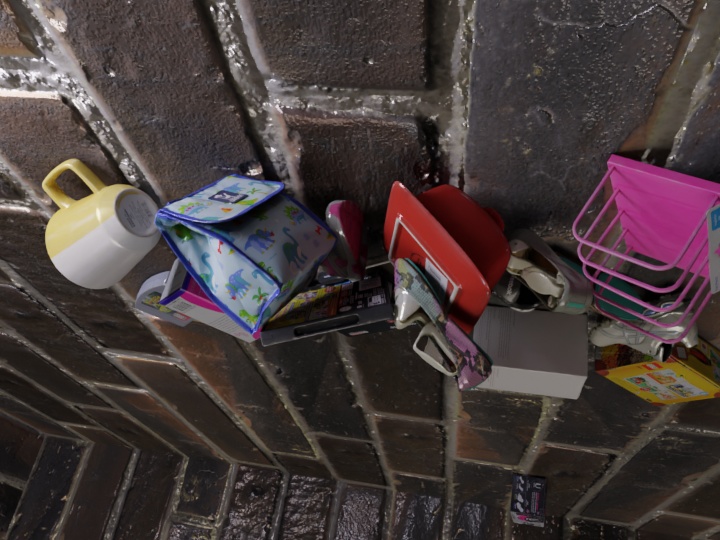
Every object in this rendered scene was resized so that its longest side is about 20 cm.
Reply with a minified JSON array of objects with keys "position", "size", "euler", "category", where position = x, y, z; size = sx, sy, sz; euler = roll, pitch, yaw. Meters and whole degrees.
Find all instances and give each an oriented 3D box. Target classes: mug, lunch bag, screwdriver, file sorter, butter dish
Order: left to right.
[{"position":[-0.413,-0.071,1.042],"size":[0.152,0.151,0.186],"euler":[-23,144,35],"category":"mug"},{"position":[-0.157,-0.045,0.901],"size":[0.199,0.170,0.128],"euler":[39,126,6],"category":"lunch bag"},{"position":[0.000,0.000,1.124],"size":[0.199,0.029,0.028],"euler":[-9,146,42],"category":"screwdriver"},{"position":[0.138,-0.036,0.909],"size":[0.200,0.147,0.200],"euler":[52,162,18],"category":"butter dish"},{"position":[0.359,-0.018,0.811],"size":[0.138,0.126,0.200],"euler":[29,167,39],"category":"file sorter"}]

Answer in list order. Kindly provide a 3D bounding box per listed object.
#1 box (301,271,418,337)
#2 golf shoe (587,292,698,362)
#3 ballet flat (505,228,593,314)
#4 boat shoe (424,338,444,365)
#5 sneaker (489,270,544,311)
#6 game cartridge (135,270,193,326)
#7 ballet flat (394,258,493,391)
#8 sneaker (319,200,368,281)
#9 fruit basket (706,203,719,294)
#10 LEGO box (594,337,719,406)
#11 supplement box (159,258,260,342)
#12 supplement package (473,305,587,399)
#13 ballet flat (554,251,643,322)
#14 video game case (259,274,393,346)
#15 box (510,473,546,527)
[{"position":[0.002,0.068,1.223],"size":[0.199,0.046,0.158],"euler":[-13,148,38],"category":"box"},{"position":[0.461,0.110,1.072],"size":[0.078,0.098,0.200],"euler":[-9,164,-28],"category":"golf shoe"},{"position":[0.236,-0.006,0.891],"size":[0.063,0.200,0.068],"euler":[2,116,-26],"category":"ballet flat"},{"position":[0.170,0.127,1.285],"size":[0.067,0.057,0.201],"euler":[42,154,19],"category":"boat shoe"},{"position":[0.213,0.021,1.031],"size":[0.198,0.067,0.090],"euler":[14,173,-12],"category":"sneaker"},{"position":[-0.402,0.062,1.386],"size":[0.132,0.041,0.199],"euler":[30,147,-23],"category":"game cartridge"},{"position":[0.091,0.073,0.862],"size":[0.201,0.071,0.069],"euler":[52,165,16],"category":"ballet flat"},{"position":[-0.041,-0.039,1.019],"size":[0.087,0.082,0.201],"euler":[5,150,8],"category":"sneaker"},{"position":[0.486,-0.057,0.721],"size":[0.199,0.094,0.185],"euler":[-32,139,7],"category":"fruit basket"},{"position":[0.548,0.170,1.185],"size":[0.199,0.078,0.148],"euler":[28,147,-28],"category":"LEGO box"},{"position":[-0.258,0.047,1.235],"size":[0.199,0.104,0.101],"euler":[30,146,-29],"category":"supplement box"},{"position":[0.305,0.150,1.192],"size":[0.198,0.122,0.120],"euler":[5,151,12],"category":"supplement package"},{"position":[0.349,0.027,1.025],"size":[0.198,0.069,0.072],"euler":[21,171,-16],"category":"ballet flat"},{"position":[-0.044,0.055,0.951],"size":[0.179,0.026,0.200],"euler":[-12,-170,3],"category":"video game case"},{"position":[0.586,0.802,2.258],"size":[0.113,0.133,0.200],"euler":[3,151,19],"category":"box"}]
